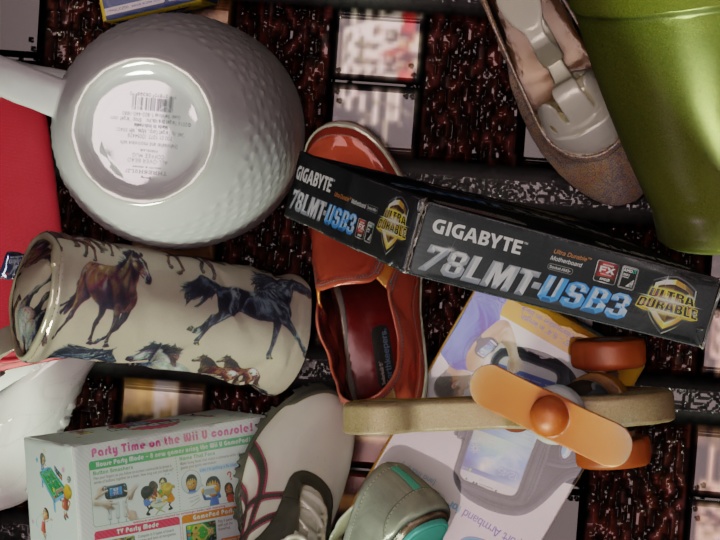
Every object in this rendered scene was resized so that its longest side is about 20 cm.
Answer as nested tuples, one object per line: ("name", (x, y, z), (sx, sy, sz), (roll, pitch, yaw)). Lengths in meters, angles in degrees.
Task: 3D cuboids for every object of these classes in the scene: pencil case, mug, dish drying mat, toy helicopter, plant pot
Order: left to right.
("dish drying mat", (-0.229, -0.033, 1.506), (0.077, 0.018, 0.200), (-12, 68, 5))
("mug", (-0.141, -0.093, 1.453), (0.200, 0.175, 0.148), (19, 95, 4))
("pencil case", (-0.122, 0.029, 1.460), (0.200, 0.089, 0.078), (10, 58, -33))
("toy helicopter", (0.089, 0.087, 1.416), (0.200, 0.132, 0.079), (-3, 93, -2))
("plant pot", (0.227, -0.116, 1.419), (0.200, 0.200, 0.193), (-9, 103, 6))

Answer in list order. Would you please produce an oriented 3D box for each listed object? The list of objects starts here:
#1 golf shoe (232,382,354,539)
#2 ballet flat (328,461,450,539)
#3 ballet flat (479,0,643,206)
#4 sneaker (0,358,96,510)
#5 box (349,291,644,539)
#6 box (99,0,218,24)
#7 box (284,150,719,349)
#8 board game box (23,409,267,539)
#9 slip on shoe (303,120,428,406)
("golf shoe", (-0.042, 0.164, 1.459), (0.077, 0.088, 0.200), (36, 68, -30))
("ballet flat", (-0.003, 0.203, 1.502), (0.064, 0.067, 0.200), (46, 127, 30))
("ballet flat", (0.119, -0.128, 1.479), (0.068, 0.067, 0.200), (-31, 90, 7))
("sneaker", (-0.222, 0.098, 1.532), (0.200, 0.076, 0.081), (-43, 100, 10))
("box", (0.082, 0.114, 1.511), (0.119, 0.041, 0.200), (29, 93, 3))
("box", (-0.147, -0.259, 1.501), (0.070, 0.064, 0.200), (-12, 93, 6))
("box", (0.080, -0.015, 1.391), (0.200, 0.198, 0.050), (13, 95, -22))
("board game box", (-0.127, 0.196, 1.487), (0.147, 0.064, 0.200), (-6, 95, -37))
("slip on shoe", (0.000, 0.000, 1.488), (0.074, 0.061, 0.200), (-12, 78, 20))
